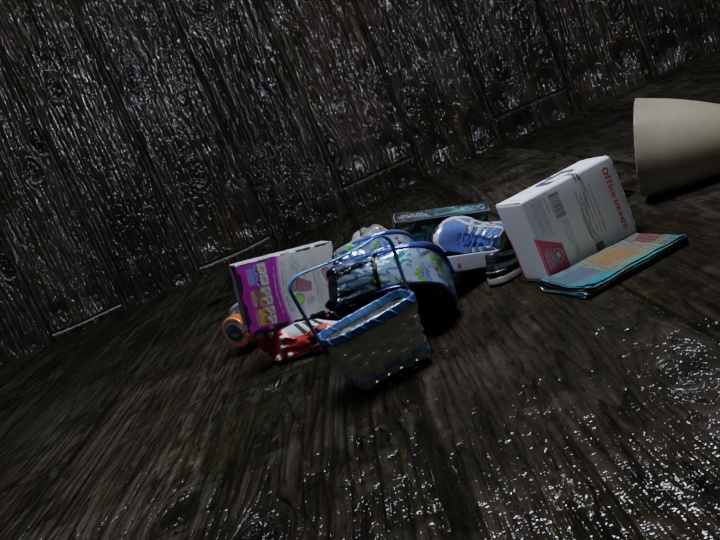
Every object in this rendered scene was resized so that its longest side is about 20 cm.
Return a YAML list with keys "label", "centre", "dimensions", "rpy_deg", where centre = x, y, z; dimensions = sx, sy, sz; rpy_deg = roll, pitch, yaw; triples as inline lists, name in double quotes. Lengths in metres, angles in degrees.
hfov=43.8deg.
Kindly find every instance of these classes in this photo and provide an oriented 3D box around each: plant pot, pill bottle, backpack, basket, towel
- label: "plant pot"
  centre: [0.625, -0.241, 1.680]
  dimensions: [0.199, 0.188, 0.187]
  rpy_deg: [-3, 18, 24]
- label: "pill bottle"
  centre: [-0.224, 0.098, 2.004]
  dimensions: [0.106, 0.107, 0.200]
  rpy_deg: [-16, 13, 36]
- label: "backpack"
  centre: [0.056, 0.017, 1.542]
  dimensions: [0.199, 0.148, 0.183]
  rpy_deg: [-15, -25, 17]
- label: "basket"
  centre: [0.002, 0.068, 1.363]
  dimensions: [0.176, 0.201, 0.139]
  rpy_deg: [-25, 10, -12]
- label: "towel"
  centre: [0.393, -0.013, 1.408]
  dimensions: [0.199, 0.022, 0.147]
  rpy_deg: [-26, 11, -14]

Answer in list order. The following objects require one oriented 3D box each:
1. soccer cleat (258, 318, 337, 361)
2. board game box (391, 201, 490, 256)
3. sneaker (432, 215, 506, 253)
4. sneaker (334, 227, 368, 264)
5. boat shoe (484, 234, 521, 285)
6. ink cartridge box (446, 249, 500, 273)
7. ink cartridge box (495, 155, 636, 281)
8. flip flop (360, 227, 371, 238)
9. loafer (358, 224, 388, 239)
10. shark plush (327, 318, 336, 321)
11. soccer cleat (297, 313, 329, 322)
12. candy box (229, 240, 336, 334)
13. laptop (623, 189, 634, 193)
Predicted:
- label: "soccer cleat"
  centre: [-0.109, 0.129, 1.719]
  dimensions: [0.199, 0.069, 0.085]
  rpy_deg: [-12, 6, 36]
- label: "board game box"
  centre: [0.160, -0.075, 1.845]
  dimensions: [0.199, 0.136, 0.028]
  rpy_deg: [-9, 52, -9]
- label: "sneaker"
  centre: [0.237, -0.069, 1.776]
  dimensions: [0.199, 0.076, 0.077]
  rpy_deg: [-4, 12, -22]
- label: "sneaker"
  centre: [-0.017, -0.034, 1.939]
  dimensions: [0.114, 0.075, 0.200]
  rpy_deg: [-21, 17, -9]
- label: "boat shoe"
  centre: [0.289, -0.041, 1.659]
  dimensions: [0.199, 0.066, 0.074]
  rpy_deg: [-32, 12, -37]
- label: "ink cartridge box"
  centre: [0.176, -0.011, 1.687]
  dimensions: [0.199, 0.037, 0.094]
  rpy_deg: [-5, -5, -43]
- label: "ink cartridge box"
  centre: [0.353, -0.089, 1.534]
  dimensions: [0.199, 0.145, 0.084]
  rpy_deg: [-27, 11, -20]
- label: "flip flop"
  centre: [0.019, 0.006, 1.735]
  dimensions: [0.081, 0.201, 0.058]
  rpy_deg: [3, -23, 21]
- label: "loafer"
  centre: [0.000, 0.000, 1.673]
  dimensions: [0.072, 0.063, 0.201]
  rpy_deg: [12, 73, 33]
- label: "shark plush"
  centre: [0.032, 0.068, 1.792]
  dimensions: [0.200, 0.091, 0.083]
  rpy_deg: [-39, -14, -3]
- label: "soccer cleat"
  centre: [-0.106, 0.095, 1.849]
  dimensions: [0.086, 0.070, 0.200]
  rpy_deg: [-17, 13, 32]
- label: "candy box"
  centre: [-0.141, 0.030, 1.738]
  dimensions: [0.199, 0.137, 0.061]
  rpy_deg: [-14, 8, -19]
- label: "laptop"
  centre: [0.433, -0.111, 1.858]
  dimensions: [0.200, 0.103, 0.177]
  rpy_deg: [-56, 22, -21]
